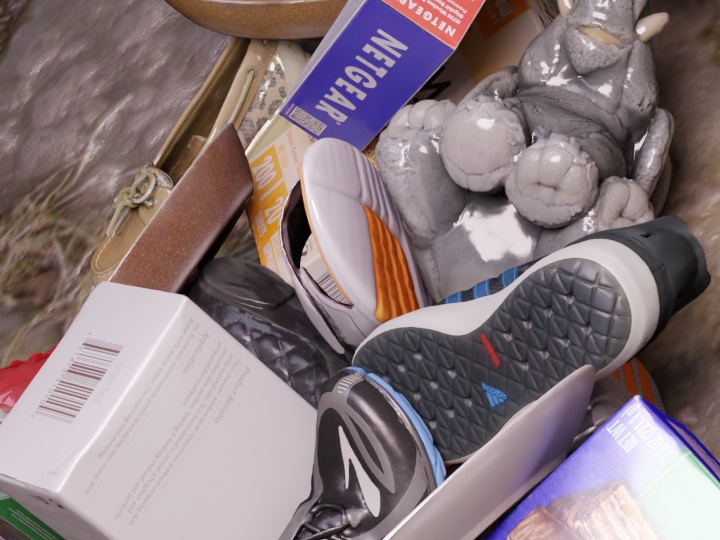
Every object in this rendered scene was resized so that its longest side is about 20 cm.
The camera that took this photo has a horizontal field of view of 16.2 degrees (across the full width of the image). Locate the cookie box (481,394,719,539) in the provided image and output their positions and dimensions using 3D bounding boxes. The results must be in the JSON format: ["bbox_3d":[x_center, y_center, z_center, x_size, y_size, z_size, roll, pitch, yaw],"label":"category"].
[{"bbox_3d":[0.095,0.179,0.961,0.200,0.075,0.171,-45,63,7],"label":"cookie box"}]

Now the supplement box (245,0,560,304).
[{"bbox_3d":[0.035,-0.061,1.361,0.200,0.074,0.126,-39,34,14],"label":"supplement box"}]

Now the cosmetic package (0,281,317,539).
[{"bbox_3d":[-0.065,0.107,1.179,0.081,0.200,0.113,10,60,53],"label":"cosmetic package"}]

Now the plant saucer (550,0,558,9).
[{"bbox_3d":[0.061,-0.130,1.460,0.200,0.019,0.070,-42,32,11],"label":"plant saucer"}]

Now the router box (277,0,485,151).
[{"bbox_3d":[0.043,-0.163,1.265,0.180,0.049,0.200,-59,6,-19],"label":"router box"}]

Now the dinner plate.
[{"bbox_3d":[0.027,0.114,1.010,0.200,0.024,0.200,-41,-10,-9],"label":"dinner plate"}]

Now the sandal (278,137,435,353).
[{"bbox_3d":[0.001,0.008,1.211,0.059,0.207,0.079,-12,64,18],"label":"sandal"}]

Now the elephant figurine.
[{"bbox_3d":[0.103,-0.067,1.218,0.155,0.142,0.200,-27,19,39],"label":"elephant figurine"}]

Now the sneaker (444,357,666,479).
[{"bbox_3d":[0.086,0.118,1.118,0.112,0.078,0.200,-39,22,21],"label":"sneaker"}]

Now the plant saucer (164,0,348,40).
[{"bbox_3d":[-0.036,-0.180,1.537,0.200,0.036,0.200,-4,25,2],"label":"plant saucer"}]

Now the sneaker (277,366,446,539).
[{"bbox_3d":[-0.014,0.143,1.126,0.071,0.083,0.200,14,94,51],"label":"sneaker"}]

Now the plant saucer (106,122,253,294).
[{"bbox_3d":[-0.113,0.012,1.337,0.200,0.034,0.200,-56,2,2],"label":"plant saucer"}]

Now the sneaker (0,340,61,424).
[{"bbox_3d":[-0.170,0.068,1.484,0.200,0.078,0.116,1,46,36],"label":"sneaker"}]

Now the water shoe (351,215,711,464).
[{"bbox_3d":[0.076,0.033,1.117,0.079,0.072,0.200,-24,0,-39],"label":"water shoe"}]

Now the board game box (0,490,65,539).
[{"bbox_3d":[-0.177,0.121,1.297,0.134,0.200,0.029,14,67,55],"label":"board game box"}]

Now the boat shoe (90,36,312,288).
[{"bbox_3d":[-0.105,-0.067,1.545,0.200,0.063,0.073,-52,32,-8],"label":"boat shoe"}]

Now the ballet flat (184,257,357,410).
[{"bbox_3d":[-0.014,0.060,1.270,0.066,0.057,0.200,-22,45,-39],"label":"ballet flat"}]
